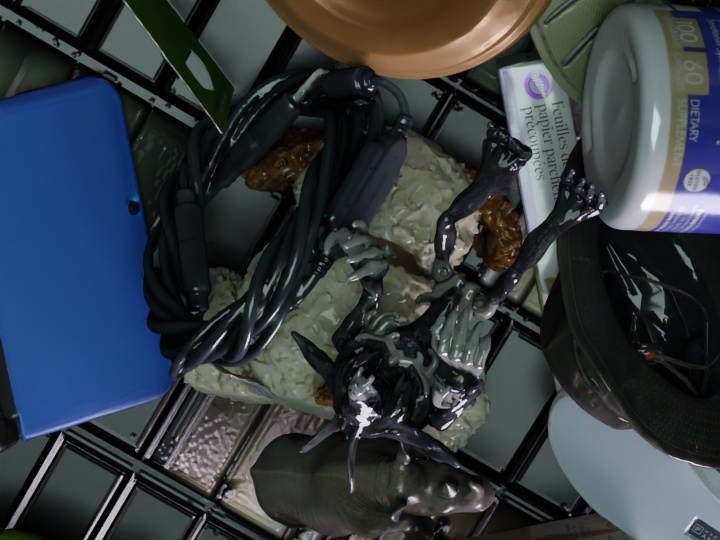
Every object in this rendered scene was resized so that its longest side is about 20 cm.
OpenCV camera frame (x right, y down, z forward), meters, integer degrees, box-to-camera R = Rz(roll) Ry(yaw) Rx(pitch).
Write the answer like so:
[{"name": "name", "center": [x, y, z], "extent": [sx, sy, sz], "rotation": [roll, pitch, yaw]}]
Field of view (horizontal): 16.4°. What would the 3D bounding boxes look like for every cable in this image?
[{"name": "cable", "center": [-0.063, -0.031, 1.374], "extent": [0.051, 0.163, 0.201], "rotation": [38, 77, -39]}]

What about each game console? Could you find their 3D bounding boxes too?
[{"name": "game console", "center": [-0.225, -0.003, 1.481], "extent": [0.170, 0.118, 0.202], "rotation": [-2, 105, 33]}]

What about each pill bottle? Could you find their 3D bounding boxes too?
[{"name": "pill bottle", "center": [0.228, -0.078, 1.333], "extent": [0.198, 0.120, 0.121], "rotation": [1, 104, -12]}]

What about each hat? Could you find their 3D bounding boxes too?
[{"name": "hat", "center": [0.150, 0.028, 1.405], "extent": [0.081, 0.201, 0.201], "rotation": [-30, 104, 40]}]

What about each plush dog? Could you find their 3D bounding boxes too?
[{"name": "plush dog", "center": [0.000, 0.000, 1.429], "extent": [0.199, 0.160, 0.173], "rotation": [17, 80, -3]}]

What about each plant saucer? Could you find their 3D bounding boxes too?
[{"name": "plant saucer", "center": [0.015, -0.195, 1.333], "extent": [0.199, 0.037, 0.202], "rotation": [9, 116, 20]}]

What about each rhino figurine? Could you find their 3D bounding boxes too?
[{"name": "rhino figurine", "center": [0.008, 0.124, 1.422], "extent": [0.087, 0.200, 0.060], "rotation": [19, 77, -29]}]

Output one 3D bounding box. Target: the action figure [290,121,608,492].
[{"name": "action figure", "center": [0.034, 0.018, 1.292], "extent": [0.119, 0.102, 0.200], "rotation": [36, 86, 23]}]

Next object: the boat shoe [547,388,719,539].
[{"name": "boat shoe", "center": [0.202, 0.122, 1.480], "extent": [0.201, 0.086, 0.075], "rotation": [34, 119, -1]}]

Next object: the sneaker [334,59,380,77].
[{"name": "sneaker", "center": [0.074, -0.165, 1.418], "extent": [0.099, 0.070, 0.200], "rotation": [38, 107, -23]}]

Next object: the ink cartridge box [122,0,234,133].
[{"name": "ink cartridge box", "center": [-0.104, -0.188, 1.371], "extent": [0.076, 0.148, 0.201], "rotation": [-34, 102, 7]}]

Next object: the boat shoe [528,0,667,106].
[{"name": "boat shoe", "center": [0.151, -0.120, 1.404], "extent": [0.075, 0.069, 0.200], "rotation": [-40, 117, 11]}]

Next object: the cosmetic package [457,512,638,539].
[{"name": "cosmetic package", "center": [0.076, 0.219, 1.497], "extent": [0.198, 0.087, 0.104], "rotation": [-10, 105, 1]}]

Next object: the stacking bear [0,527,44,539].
[{"name": "stacking bear", "center": [-0.235, 0.202, 1.487], "extent": [0.199, 0.121, 0.114], "rotation": [22, 105, 3]}]

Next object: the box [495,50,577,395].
[{"name": "box", "center": [0.116, -0.028, 1.463], "extent": [0.038, 0.041, 0.201], "rotation": [-11, 104, 2]}]
